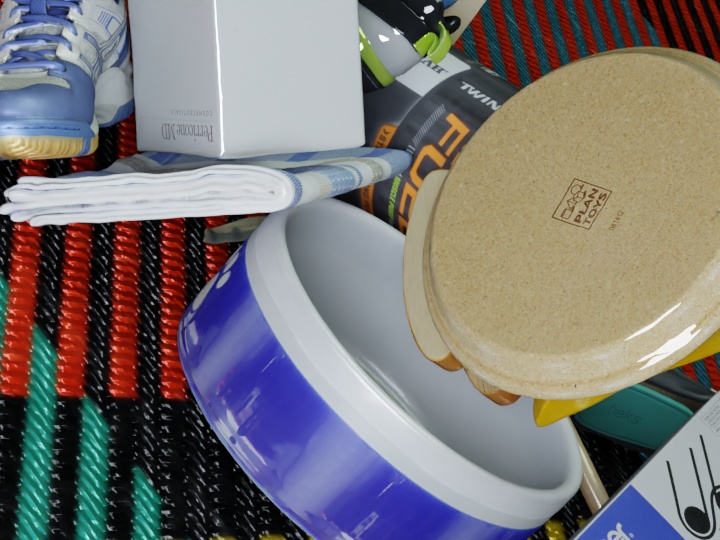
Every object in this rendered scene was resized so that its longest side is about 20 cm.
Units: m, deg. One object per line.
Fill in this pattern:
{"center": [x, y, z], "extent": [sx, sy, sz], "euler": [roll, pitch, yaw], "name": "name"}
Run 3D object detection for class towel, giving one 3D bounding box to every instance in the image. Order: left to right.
{"center": [-0.070, -0.045, 1.432], "extent": [0.200, 0.147, 0.024], "euler": [-21, 108, -71], "name": "towel"}

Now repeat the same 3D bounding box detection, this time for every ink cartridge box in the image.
{"center": [0.163, 0.148, 1.513], "extent": [0.094, 0.044, 0.200], "euler": [46, 41, 5], "name": "ink cartridge box"}

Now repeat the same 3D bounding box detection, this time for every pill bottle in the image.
{"center": [0.072, -0.041, 1.546], "extent": [0.200, 0.106, 0.106], "euler": [35, 12, 33], "name": "pill bottle"}

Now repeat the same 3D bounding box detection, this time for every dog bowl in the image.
{"center": [0.010, 0.060, 1.435], "extent": [0.200, 0.079, 0.200], "euler": [38, 21, -17], "name": "dog bowl"}

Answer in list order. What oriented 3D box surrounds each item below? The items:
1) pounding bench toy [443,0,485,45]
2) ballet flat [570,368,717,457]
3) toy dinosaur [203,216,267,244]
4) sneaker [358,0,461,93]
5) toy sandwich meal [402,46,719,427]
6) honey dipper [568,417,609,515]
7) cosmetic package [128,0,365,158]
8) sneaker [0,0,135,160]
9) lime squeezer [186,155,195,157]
{"center": [-0.042, -0.189, 1.688], "extent": [0.200, 0.124, 0.156], "euler": [38, -5, -17], "name": "pounding bench toy"}
{"center": [0.191, 0.088, 1.759], "extent": [0.200, 0.073, 0.073], "euler": [29, 24, -31], "name": "ballet flat"}
{"center": [0.000, 0.000, 1.594], "extent": [0.200, 0.047, 0.088], "euler": [31, 30, -24], "name": "toy dinosaur"}
{"center": [0.007, -0.178, 1.554], "extent": [0.072, 0.083, 0.200], "euler": [44, 25, -54], "name": "sneaker"}
{"center": [0.113, -0.012, 1.384], "extent": [0.070, 0.205, 0.205], "euler": [44, 14, -48], "name": "toy sandwich meal"}
{"center": [0.107, 0.081, 1.598], "extent": [0.200, 0.038, 0.038], "euler": [63, 22, 7], "name": "honey dipper"}
{"center": [-0.059, -0.155, 1.416], "extent": [0.081, 0.200, 0.113], "euler": [-4, 4, -25], "name": "cosmetic package"}
{"center": [-0.155, -0.104, 1.402], "extent": [0.075, 0.088, 0.200], "euler": [2, 14, 4], "name": "sneaker"}
{"center": [-0.079, -0.084, 1.577], "extent": [0.038, 0.071, 0.200], "euler": [38, -10, -30], "name": "lime squeezer"}
